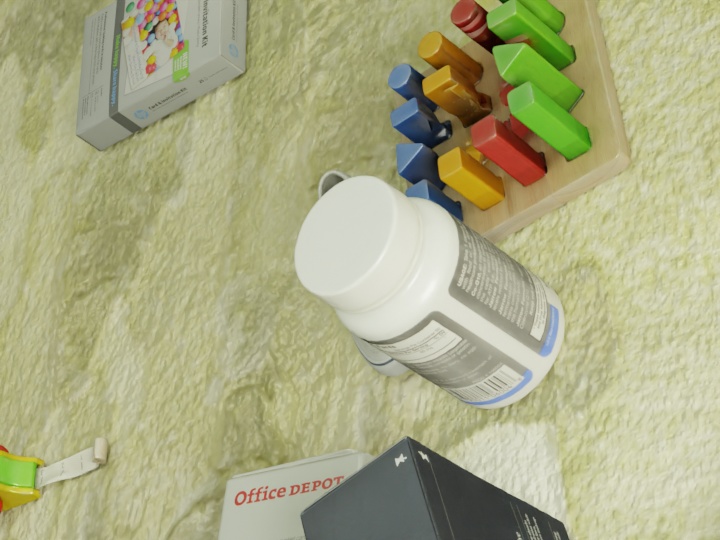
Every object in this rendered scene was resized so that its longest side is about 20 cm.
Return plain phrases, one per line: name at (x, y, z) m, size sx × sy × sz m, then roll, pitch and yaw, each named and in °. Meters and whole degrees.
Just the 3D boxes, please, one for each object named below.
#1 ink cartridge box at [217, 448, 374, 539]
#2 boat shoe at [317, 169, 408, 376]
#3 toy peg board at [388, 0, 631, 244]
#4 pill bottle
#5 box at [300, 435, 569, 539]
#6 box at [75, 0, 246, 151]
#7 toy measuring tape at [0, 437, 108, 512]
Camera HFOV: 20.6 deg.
ink cartridge box at (-0.038, 0.249, 1.487) m, size 0.145 × 0.085 × 0.200 m, roll -15°, pitch 56°, yaw 37°
boat shoe at (0.000, 0.000, 1.624) m, size 0.074 × 0.065 × 0.200 m, roll -39°, pitch 44°, yaw 20°
toy peg board at (0.094, -0.135, 1.595) m, size 0.199 × 0.098 × 0.200 m, roll -30°, pitch 47°, yaw 27°
pill bottle at (0.051, 0.016, 1.461) m, size 0.114 × 0.200 × 0.114 m, roll -24°, pitch 50°, yaw 32°
box at (0.072, 0.241, 1.310) m, size 0.104 × 0.182 × 0.200 m, roll -37°, pitch 44°, yaw 21°
box at (-0.199, -0.226, 1.984) m, size 0.200 × 0.041 × 0.156 m, roll -23°, pitch 51°, yaw 31°
toy measuring tape at (-0.322, 0.183, 1.818) m, size 0.200 × 0.074 × 0.074 m, roll -23°, pitch 51°, yaw 34°
